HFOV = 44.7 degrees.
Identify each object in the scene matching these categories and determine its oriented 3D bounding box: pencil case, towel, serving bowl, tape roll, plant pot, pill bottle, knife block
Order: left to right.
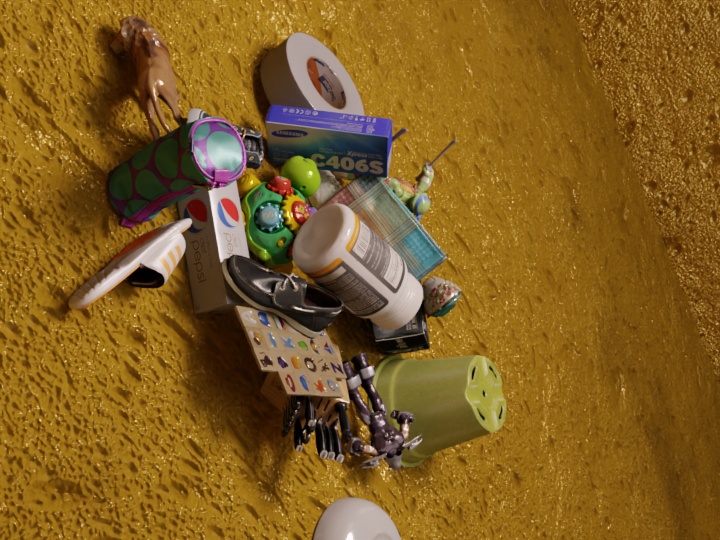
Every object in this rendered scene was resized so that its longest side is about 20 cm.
[{"bbox_3d":[-0.238,-0.124,1.112,0.085,0.199,0.093,17,65,-43],"label":"pencil case"},{"bbox_3d":[-0.080,-0.306,1.509,0.200,0.066,0.201,39,35,-34],"label":"tape roll"},{"bbox_3d":[-0.050,0.194,1.280,0.175,0.064,0.199,37,24,24],"label":"knife block"},{"bbox_3d":[0.000,0.000,1.316,0.200,0.116,0.117,42,44,-35],"label":"pill bottle"},{"bbox_3d":[0.012,0.448,1.340,0.200,0.065,0.202,29,53,-47],"label":"serving bowl"},{"bbox_3d":[0.025,-0.052,1.432,0.200,0.146,0.022,51,-4,5],"label":"towel"},{"bbox_3d":[0.145,0.230,1.522,0.200,0.183,0.202,28,53,-47],"label":"plant pot"}]

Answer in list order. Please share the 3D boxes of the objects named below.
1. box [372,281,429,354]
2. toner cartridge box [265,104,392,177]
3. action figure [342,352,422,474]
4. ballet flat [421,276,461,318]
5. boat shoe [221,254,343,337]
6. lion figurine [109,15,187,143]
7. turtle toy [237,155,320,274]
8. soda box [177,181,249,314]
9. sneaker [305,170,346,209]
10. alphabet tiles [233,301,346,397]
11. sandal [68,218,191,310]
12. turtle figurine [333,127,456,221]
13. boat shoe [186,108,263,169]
[{"bbox_3d":[0.063,0.033,1.519,0.164,0.085,0.202,61,21,-75],"label":"box"},{"bbox_3d":[-0.050,-0.207,1.409,0.095,0.198,0.043,89,11,-52],"label":"toner cartridge box"},{"bbox_3d":[0.022,0.236,1.422,0.129,0.069,0.201,-19,80,-33],"label":"action figure"},{"bbox_3d":[0.128,0.043,1.479,0.064,0.075,0.200,51,-2,8],"label":"ballet flat"},{"bbox_3d":[-0.108,0.024,1.223,0.199,0.067,0.072,32,33,-37],"label":"boat shoe"},{"bbox_3d":[-0.279,-0.259,1.179,0.200,0.072,0.123,-127,-160,-48],"label":"lion figurine"},{"bbox_3d":[-0.120,-0.094,1.358,0.146,0.100,0.201,46,42,-34],"label":"turtle toy"},{"bbox_3d":[-0.206,-0.043,1.242,0.063,0.068,0.202,1,75,-55],"label":"soda box"},{"bbox_3d":[-0.052,-0.119,1.489,0.076,0.080,0.202,-12,84,-54],"label":"sneaker"},{"bbox_3d":[-0.094,0.103,1.226,0.199,0.006,0.167,16,42,-56],"label":"alphabet tiles"},{"bbox_3d":[-0.284,0.005,1.112,0.207,0.079,0.060,-48,116,-43],"label":"sandal"},{"bbox_3d":[0.059,-0.187,1.553,0.143,0.193,0.202,-28,126,-40],"label":"turtle figurine"},{"bbox_3d":[-0.187,-0.183,1.229,0.200,0.090,0.072,-68,161,-88],"label":"boat shoe"}]
